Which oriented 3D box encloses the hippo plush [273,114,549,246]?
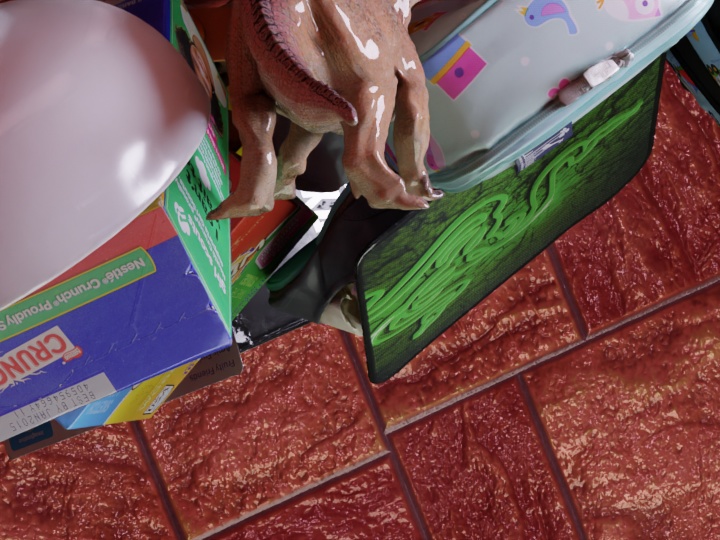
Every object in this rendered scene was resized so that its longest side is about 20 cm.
[{"bbox_3d":[0.023,-0.094,1.172,0.159,0.201,0.160,1,-143,-8],"label":"hippo plush"}]

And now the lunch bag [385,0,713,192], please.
[{"bbox_3d":[0.069,-0.110,0.991,0.160,0.077,0.200,-34,-165,-7],"label":"lunch bag"}]

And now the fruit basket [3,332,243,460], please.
[{"bbox_3d":[-0.174,-0.007,1.307,0.184,0.202,0.094,-20,169,28],"label":"fruit basket"}]

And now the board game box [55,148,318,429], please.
[{"bbox_3d":[-0.096,0.010,1.138,0.153,0.040,0.200,-50,174,3],"label":"board game box"}]

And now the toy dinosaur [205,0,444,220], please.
[{"bbox_3d":[-0.015,-0.091,0.820,0.085,0.137,0.200,-2,-174,11],"label":"toy dinosaur"}]

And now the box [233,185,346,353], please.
[{"bbox_3d":[-0.086,-0.051,1.497,0.159,0.202,0.049,-23,-176,-23],"label":"box"}]

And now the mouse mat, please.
[{"bbox_3d":[0.076,-0.032,1.081,0.199,0.008,0.161,-38,158,-13],"label":"mouse mat"}]

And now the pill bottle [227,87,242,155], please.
[{"bbox_3d":[-0.027,-0.119,1.381,0.199,0.110,0.109,-21,-177,21],"label":"pill bottle"}]

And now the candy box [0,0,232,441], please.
[{"bbox_3d":[-0.140,-0.021,0.910,0.168,0.077,0.201,-22,-146,10],"label":"candy box"}]

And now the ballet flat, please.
[{"bbox_3d":[0.000,0.000,1.148,0.073,0.074,0.200,-23,172,-21],"label":"ballet flat"}]

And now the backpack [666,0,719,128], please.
[{"bbox_3d":[0.209,-0.143,1.074,0.134,0.201,0.183,-32,176,-2],"label":"backpack"}]

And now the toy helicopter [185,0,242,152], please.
[{"bbox_3d":[-0.056,-0.124,1.062,0.199,0.079,0.132,-33,171,16],"label":"toy helicopter"}]

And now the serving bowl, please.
[{"bbox_3d":[-0.157,-0.045,0.797,0.199,0.066,0.200,-23,-156,11],"label":"serving bowl"}]
